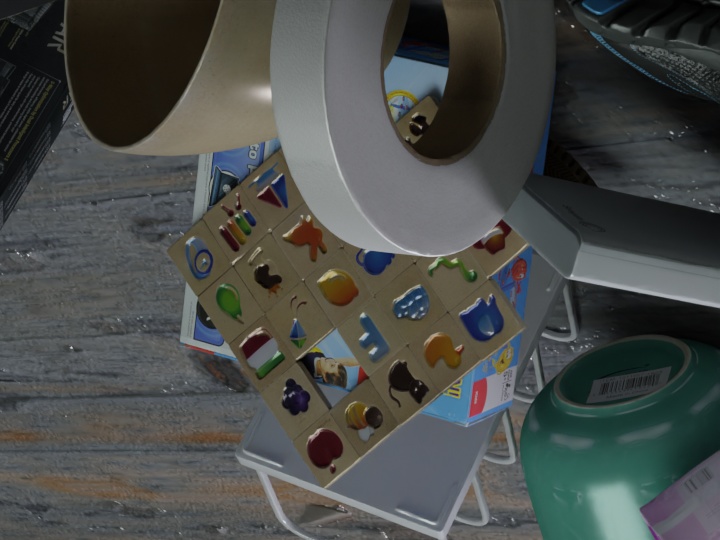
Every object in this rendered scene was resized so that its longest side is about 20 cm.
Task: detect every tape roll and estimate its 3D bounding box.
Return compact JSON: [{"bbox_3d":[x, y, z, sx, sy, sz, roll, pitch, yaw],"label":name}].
[{"bbox_3d":[0.030,-0.108,1.499,0.037,0.203,0.203,6,147,38],"label":"tape roll"}]

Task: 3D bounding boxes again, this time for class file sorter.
[{"bbox_3d":[0.037,0.076,1.846,0.138,0.200,0.125,19,158,19],"label":"file sorter"}]

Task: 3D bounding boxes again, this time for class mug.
[{"bbox_3d":[0.186,0.102,1.819,0.152,0.185,0.115,18,133,55],"label":"mug"}]

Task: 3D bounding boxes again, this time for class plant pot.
[{"bbox_3d":[-0.053,-0.150,1.555,0.134,0.201,0.200,9,166,-30],"label":"plant pot"}]

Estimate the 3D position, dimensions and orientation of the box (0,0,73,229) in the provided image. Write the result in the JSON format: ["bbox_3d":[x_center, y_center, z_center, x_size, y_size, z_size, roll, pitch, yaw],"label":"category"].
[{"bbox_3d":[-0.252,-0.119,1.770,0.160,0.200,0.044,25,155,5],"label":"box"}]

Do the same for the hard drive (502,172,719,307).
[{"bbox_3d":[0.181,-0.008,1.569,0.199,0.027,0.132,11,-165,-19],"label":"hard drive"}]

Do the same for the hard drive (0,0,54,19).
[{"bbox_3d":[-0.173,-0.210,1.591,0.038,0.140,0.200,15,165,-35],"label":"hard drive"}]

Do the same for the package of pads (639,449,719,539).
[{"bbox_3d":[0.271,0.127,1.712,0.121,0.200,0.076,51,-177,-38],"label":"package of pads"}]

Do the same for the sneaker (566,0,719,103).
[{"bbox_3d":[0.198,-0.113,1.491,0.200,0.073,0.082,27,172,16],"label":"sneaker"}]

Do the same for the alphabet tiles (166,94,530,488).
[{"bbox_3d":[0.000,0.000,1.657,0.200,0.008,0.167,-40,78,30],"label":"alphabet tiles"}]

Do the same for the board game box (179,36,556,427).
[{"bbox_3d":[0.001,-0.034,1.687,0.195,0.201,0.056,15,-164,28],"label":"board game box"}]

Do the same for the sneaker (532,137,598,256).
[{"bbox_3d":[0.060,-0.037,1.753,0.200,0.071,0.113,26,152,24],"label":"sneaker"}]
